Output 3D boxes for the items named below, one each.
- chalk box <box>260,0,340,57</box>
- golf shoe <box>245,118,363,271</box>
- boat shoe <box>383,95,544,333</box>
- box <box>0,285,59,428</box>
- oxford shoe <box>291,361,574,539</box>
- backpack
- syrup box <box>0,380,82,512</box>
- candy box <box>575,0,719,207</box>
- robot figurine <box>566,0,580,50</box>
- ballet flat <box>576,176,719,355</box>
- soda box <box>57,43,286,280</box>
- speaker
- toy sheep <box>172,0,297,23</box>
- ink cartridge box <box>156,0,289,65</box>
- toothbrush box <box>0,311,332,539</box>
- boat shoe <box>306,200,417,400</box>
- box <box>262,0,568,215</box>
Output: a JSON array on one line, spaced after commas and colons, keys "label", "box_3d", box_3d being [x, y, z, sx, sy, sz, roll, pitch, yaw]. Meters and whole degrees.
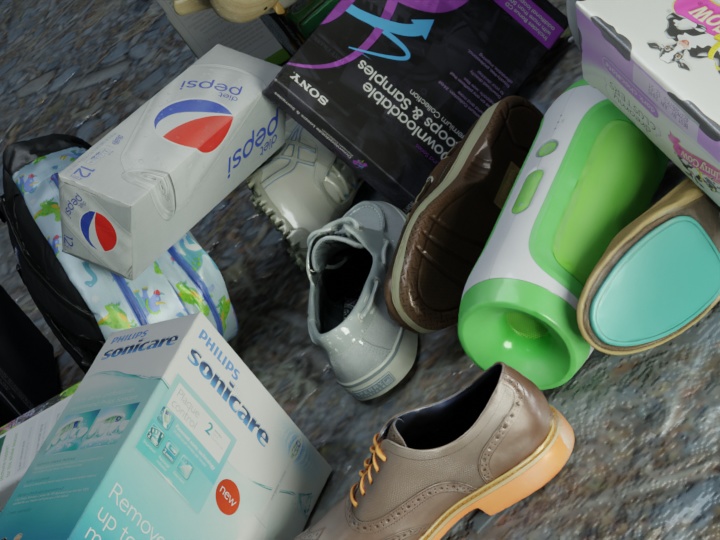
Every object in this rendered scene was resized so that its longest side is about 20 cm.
[{"label": "chalk box", "box_3d": [0.012, -0.197, 1.484, 0.124, 0.125, 0.200, -41, 29, -4]}, {"label": "golf shoe", "box_3d": [-0.032, -0.071, 1.400, 0.097, 0.078, 0.200, -31, 29, 8]}, {"label": "boat shoe", "box_3d": [0.063, -0.027, 1.238, 0.075, 0.075, 0.203, -28, 20, 48]}, {"label": "box", "box_3d": [-0.336, 0.119, 1.428, 0.199, 0.123, 0.199, -34, 29, 5]}, {"label": "oxford shoe", "box_3d": [0.018, 0.119, 1.053, 0.199, 0.073, 0.071, -35, 28, 8]}, {"label": "backpack", "box_3d": [-0.177, 0.008, 1.374, 0.153, 0.164, 0.200, -14, 36, -6]}, {"label": "syrup box", "box_3d": [-0.217, 0.150, 1.284, 0.199, 0.082, 0.079, -28, 28, 16]}, {"label": "candy box", "box_3d": [0.248, -0.132, 1.046, 0.199, 0.072, 0.168, -34, 58, -11]}, {"label": "robot figurine", "box_3d": [0.211, -0.173, 1.217, 0.170, 0.113, 0.200, -51, 30, -14]}, {"label": "ballet flat", "box_3d": [0.193, -0.021, 1.074, 0.200, 0.069, 0.063, -36, 17, -15]}, {"label": "soda box", "box_3d": [-0.128, -0.080, 1.323, 0.063, 0.069, 0.200, 22, 42, 21]}, {"label": "speaker", "box_3d": [0.125, -0.026, 1.129, 0.088, 0.089, 0.201, -13, 37, 40]}, {"label": "toy sheep", "box_3d": [-0.087, -0.266, 1.435, 0.137, 0.138, 0.201, -22, 48, 28]}, {"label": "ink cartridge box", "box_3d": [-0.116, -0.281, 1.678, 0.147, 0.200, 0.076, -30, 28, 15]}, {"label": "toothbrush box", "box_3d": [-0.120, 0.149, 1.100, 0.085, 0.147, 0.201, -13, 36, 38]}, {"label": "boat shoe", "box_3d": [-0.001, 0.001, 1.256, 0.070, 0.072, 0.201, -29, 29, 18]}, {"label": "box", "box_3d": [0.043, -0.155, 1.364, 0.200, 0.143, 0.036, -52, 4, -22]}]
